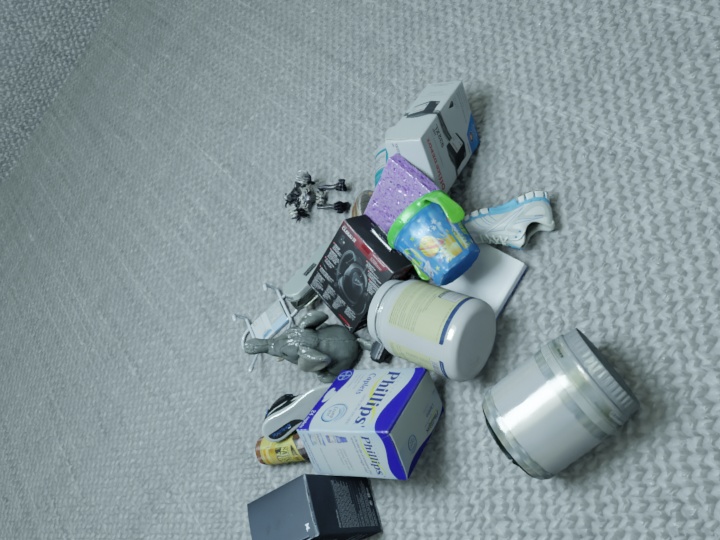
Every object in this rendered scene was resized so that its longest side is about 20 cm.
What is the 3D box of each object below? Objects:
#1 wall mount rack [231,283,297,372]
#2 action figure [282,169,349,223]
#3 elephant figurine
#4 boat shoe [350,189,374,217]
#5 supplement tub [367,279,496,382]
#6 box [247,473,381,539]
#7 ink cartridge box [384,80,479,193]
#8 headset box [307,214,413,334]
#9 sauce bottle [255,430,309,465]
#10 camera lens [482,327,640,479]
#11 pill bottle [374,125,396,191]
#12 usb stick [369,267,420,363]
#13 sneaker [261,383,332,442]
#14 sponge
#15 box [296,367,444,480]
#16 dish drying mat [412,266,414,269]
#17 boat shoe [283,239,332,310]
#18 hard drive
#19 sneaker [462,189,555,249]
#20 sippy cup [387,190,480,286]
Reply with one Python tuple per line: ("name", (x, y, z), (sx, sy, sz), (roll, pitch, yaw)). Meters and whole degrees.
("wall mount rack", (-0.219, 0.134, 1.420), (0.200, 0.074, 0.175), (-43, 53, 17))
("action figure", (-0.125, -0.176, 1.455), (0.198, 0.102, 0.121), (0, 84, 35))
("elephant figurine", (-0.104, 0.153, 1.246), (0.141, 0.199, 0.156), (38, 96, 39))
("boat shoe", (0.013, -0.069, 1.339), (0.072, 0.075, 0.203), (164, 111, -64))
("supplement tub", (0.125, 0.100, 1.101), (0.198, 0.144, 0.147), (18, 83, 39))
("box", (-0.081, 0.448, 1.116), (0.147, 0.199, 0.105), (-32, 56, 22))
("ink cartridge box", (0.145, -0.252, 1.206), (0.083, 0.146, 0.201), (6, 47, 36))
("headset box", (0.000, 0.000, 1.226), (0.149, 0.077, 0.201), (46, 125, 19))
("sauce bottle", (-0.127, 0.360, 1.271), (0.198, 0.066, 0.067), (-20, 62, 32))
("camera lens", (0.301, 0.208, 0.952), (0.200, 0.159, 0.161), (-42, 53, 16))
("pill bottle", (0.085, -0.201, 1.302), (0.110, 0.110, 0.203), (-12, 66, 32))
("usb stick", (0.070, 0.091, 1.232), (0.032, 0.055, 0.202), (24, 92, -3))
("sneaker", (-0.116, 0.276, 1.293), (0.198, 0.074, 0.112), (-24, 11, -3))
("sponge", (0.070, -0.118, 1.191), (0.111, 0.030, 0.201), (41, 141, 12))
("box", (0.021, 0.269, 1.110), (0.198, 0.106, 0.184), (-8, 23, 33))
("dish drying mat", (0.085, -0.008, 1.273), (0.077, 0.018, 0.200), (45, 103, 12))
("boat shoe", (-0.085, 0.004, 1.373), (0.200, 0.064, 0.070), (-43, 44, -14))
("hard drive", (0.210, 0.050, 1.168), (0.131, 0.025, 0.202), (33, 93, 40))
("sneaker", (0.261, -0.073, 1.131), (0.198, 0.075, 0.088), (-22, 64, 16))
("sippy cup", (0.138, -0.049, 1.096), (0.139, 0.178, 0.131), (-42, 70, 9))
